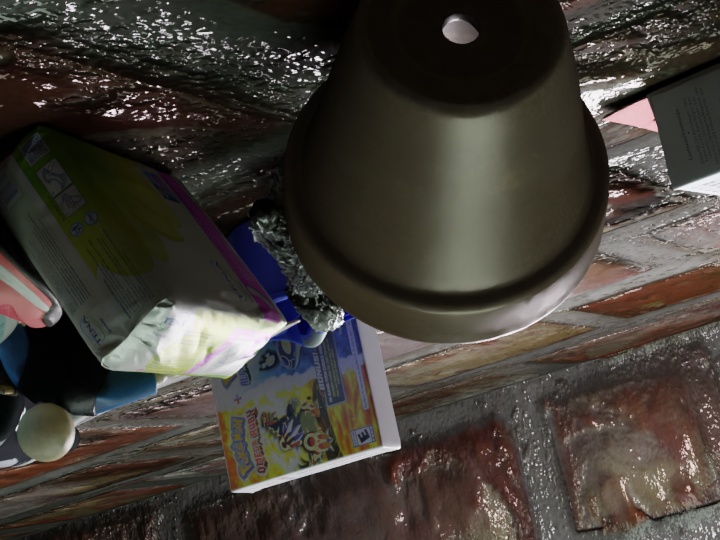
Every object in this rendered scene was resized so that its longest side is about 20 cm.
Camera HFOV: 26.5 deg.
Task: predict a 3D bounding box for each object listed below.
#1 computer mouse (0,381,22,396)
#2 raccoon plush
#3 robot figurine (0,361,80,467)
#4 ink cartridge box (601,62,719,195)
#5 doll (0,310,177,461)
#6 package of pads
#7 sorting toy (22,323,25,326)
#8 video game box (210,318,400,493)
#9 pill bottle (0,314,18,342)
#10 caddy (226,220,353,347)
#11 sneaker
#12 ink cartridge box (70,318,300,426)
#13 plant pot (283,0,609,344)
[{"bbox_3d":[-0.256,0.063,1.263,0.139,0.046,0.200,-27,178,10],"label":"computer mouse"},{"bbox_3d":[0.000,0.000,1.152,0.097,0.134,0.201,-39,142,-9],"label":"raccoon plush"},{"bbox_3d":[-0.357,0.128,1.462,0.124,0.151,0.200,-28,167,4],"label":"robot figurine"},{"bbox_3d":[0.321,-0.113,1.256,0.174,0.085,0.199,-21,167,32],"label":"ink cartridge box"},{"bbox_3d":[-0.191,0.048,1.088,0.135,0.201,0.049,21,142,-1],"label":"doll"},{"bbox_3d":[-0.142,-0.003,1.007,0.068,0.155,0.200,-41,162,12],"label":"package of pads"},{"bbox_3d":[-0.242,0.028,1.321,0.198,0.037,0.185,-23,167,8],"label":"sorting toy"},{"bbox_3d":[-0.065,0.102,1.520,0.181,0.202,0.047,-21,163,28],"label":"video game box"},{"bbox_3d":[-0.317,0.049,0.974,0.110,0.111,0.200,-25,-164,43],"label":"pill bottle"},{"bbox_3d":[-0.050,0.015,1.348,0.140,0.106,0.200,-10,168,-17],"label":"caddy"},{"bbox_3d":[-0.263,-0.009,0.929,0.087,0.074,0.200,-39,142,7],"label":"sneaker"},{"bbox_3d":[-0.167,0.074,1.307,0.175,0.045,0.200,-23,176,-28],"label":"ink cartridge box"},{"bbox_3d":[0.054,-0.084,0.866,0.198,0.202,0.175,-12,152,-9],"label":"plant pot"}]
